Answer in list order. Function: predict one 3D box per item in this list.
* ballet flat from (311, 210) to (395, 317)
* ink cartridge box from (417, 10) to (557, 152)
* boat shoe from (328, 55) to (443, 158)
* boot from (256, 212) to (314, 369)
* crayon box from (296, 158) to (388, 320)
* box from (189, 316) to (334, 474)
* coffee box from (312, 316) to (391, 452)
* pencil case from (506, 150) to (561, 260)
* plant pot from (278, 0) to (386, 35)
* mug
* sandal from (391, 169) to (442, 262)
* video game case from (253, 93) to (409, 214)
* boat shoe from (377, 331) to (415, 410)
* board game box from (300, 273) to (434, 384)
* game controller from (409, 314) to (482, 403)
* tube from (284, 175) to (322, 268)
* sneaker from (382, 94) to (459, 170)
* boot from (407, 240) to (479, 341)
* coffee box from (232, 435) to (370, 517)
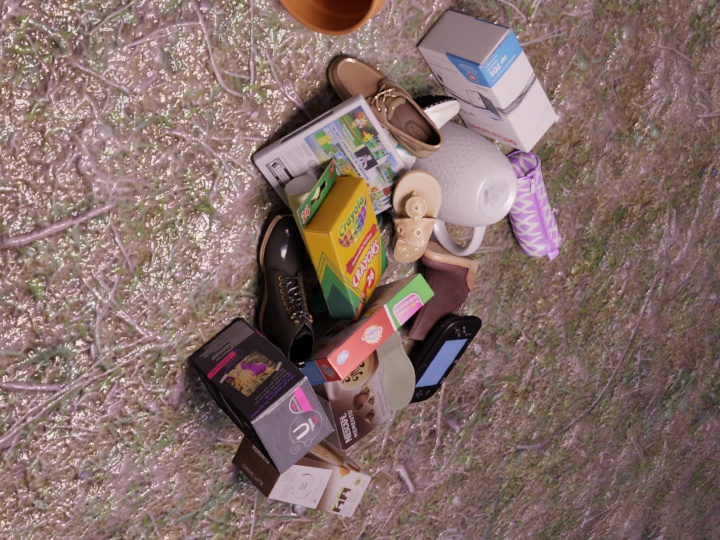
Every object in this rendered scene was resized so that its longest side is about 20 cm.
[{"bbox_3d":[0.000,0.000,1.761,0.075,0.067,0.202,38,81,-47],"label":"ballet flat"},{"bbox_3d":[0.199,-0.294,1.728,0.086,0.146,0.200,-49,134,-11],"label":"ink cartridge box"},{"bbox_3d":[0.041,-0.244,1.613,0.199,0.064,0.072,37,81,-8],"label":"boat shoe"},{"bbox_3d":[-0.096,0.030,1.631,0.076,0.138,0.203,-6,115,-22],"label":"boot"},{"bbox_3d":[-0.023,-0.044,1.612,0.128,0.050,0.202,-59,144,-39],"label":"crayon box"},{"bbox_3d":[-0.145,0.179,1.626,0.106,0.199,0.123,-37,131,-15],"label":"box"},{"bbox_3d":[-0.029,0.178,1.812,0.112,0.079,0.202,-31,128,-27],"label":"coffee box"},{"bbox_3d":[0.298,-0.116,1.946,0.084,0.085,0.201,-39,132,-16],"label":"pencil case"},{"bbox_3d":[-0.018,-0.429,1.457,0.140,0.198,0.203,-41,134,-40],"label":"plant pot"},{"bbox_3d":[0.155,-0.122,1.755,0.146,0.175,0.203,-16,121,-34],"label":"mug"},{"bbox_3d":[0.087,-0.060,1.690,0.076,0.071,0.213,-4,147,-8],"label":"sandal"},{"bbox_3d":[-0.033,-0.143,1.633,0.180,0.022,0.201,-28,133,10],"label":"video game case"},{"bbox_3d":[0.042,0.147,1.871,0.071,0.061,0.203,-25,127,-15],"label":"boat shoe"},{"bbox_3d":[0.000,0.089,1.661,0.200,0.153,0.041,-41,99,-24],"label":"board game box"},{"bbox_3d":[0.136,0.155,1.936,0.103,0.042,0.201,6,127,-40],"label":"game controller"},{"bbox_3d":[-0.063,-0.043,1.641,0.058,0.051,0.202,-43,133,-31],"label":"tube"},{"bbox_3d":[0.069,-0.196,1.697,0.198,0.070,0.095,-27,115,-15],"label":"sneaker"},{"bbox_3d":[0.125,0.042,1.863,0.199,0.072,0.168,13,107,-61],"label":"boot"},{"bbox_3d":[-0.093,0.324,1.806,0.199,0.114,0.081,25,94,-45],"label":"coffee box"}]
